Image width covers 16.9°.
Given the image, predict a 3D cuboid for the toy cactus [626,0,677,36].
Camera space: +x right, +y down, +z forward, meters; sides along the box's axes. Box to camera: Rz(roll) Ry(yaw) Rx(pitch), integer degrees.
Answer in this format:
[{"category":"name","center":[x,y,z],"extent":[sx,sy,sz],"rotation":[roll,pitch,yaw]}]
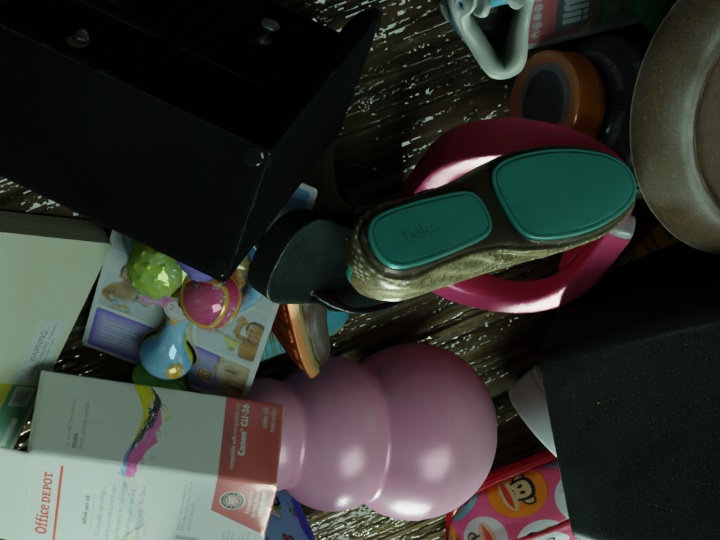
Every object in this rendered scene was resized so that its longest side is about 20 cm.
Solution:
[{"category":"toy cactus","center":[0.228,-0.151,1.527],"extent":[0.200,0.102,0.165],"rotation":[30,72,-37]}]

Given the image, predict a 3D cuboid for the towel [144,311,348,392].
[{"category":"towel","center":[-0.080,-0.012,1.576],"extent":[0.146,0.022,0.200],"rotation":[-21,135,-15]}]

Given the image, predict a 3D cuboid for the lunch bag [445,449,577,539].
[{"category":"lunch bag","center":[0.133,0.216,1.861],"extent":[0.176,0.082,0.200],"rotation":[-21,150,-13]}]

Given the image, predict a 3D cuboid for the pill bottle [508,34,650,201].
[{"category":"pill bottle","center":[0.195,-0.099,1.604],"extent":[0.200,0.106,0.106],"rotation":[7,125,-35]}]

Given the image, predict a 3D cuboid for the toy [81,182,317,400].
[{"category":"toy","center":[-0.108,0.010,1.497],"extent":[0.115,0.047,0.200],"rotation":[21,136,1]}]

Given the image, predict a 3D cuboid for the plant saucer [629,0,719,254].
[{"category":"plant saucer","center":[0.258,-0.101,1.503],"extent":[0.200,0.034,0.201],"rotation":[-11,113,-27]}]

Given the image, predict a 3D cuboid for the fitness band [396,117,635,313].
[{"category":"fitness band","center":[0.097,-0.033,1.581],"extent":[0.143,0.037,0.200],"rotation":[17,149,-10]}]

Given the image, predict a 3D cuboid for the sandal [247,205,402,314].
[{"category":"sandal","center":[-0.001,0.001,1.494],"extent":[0.200,0.048,0.075],"rotation":[-6,125,-61]}]

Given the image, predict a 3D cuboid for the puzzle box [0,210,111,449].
[{"category":"puzzle box","center":[-0.253,0.047,1.517],"extent":[0.133,0.025,0.200],"rotation":[6,125,-37]}]

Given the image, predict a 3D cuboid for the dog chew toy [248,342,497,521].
[{"category":"dog chew toy","center":[-0.009,0.112,1.670],"extent":[0.200,0.125,0.125],"rotation":[1,129,-22]}]

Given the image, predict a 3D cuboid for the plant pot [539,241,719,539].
[{"category":"plant pot","center":[0.224,0.087,1.610],"extent":[0.177,0.200,0.200],"rotation":[-8,107,17]}]

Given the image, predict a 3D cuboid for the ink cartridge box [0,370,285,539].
[{"category":"ink cartridge box","center":[-0.156,0.129,1.563],"extent":[0.200,0.068,0.117],"rotation":[9,141,-6]}]

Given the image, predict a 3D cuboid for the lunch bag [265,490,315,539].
[{"category":"lunch bag","center":[-0.086,0.228,1.663],"extent":[0.150,0.200,0.094],"rotation":[24,114,-44]}]

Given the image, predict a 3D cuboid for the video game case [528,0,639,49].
[{"category":"video game case","center":[0.178,-0.218,1.546],"extent":[0.200,0.017,0.143],"rotation":[-15,135,-20]}]

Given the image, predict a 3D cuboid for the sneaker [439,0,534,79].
[{"category":"sneaker","center":[0.076,-0.200,1.436],"extent":[0.075,0.087,0.200],"rotation":[-14,132,2]}]

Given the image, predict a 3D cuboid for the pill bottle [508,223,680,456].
[{"category":"pill bottle","center":[0.206,0.051,1.748],"extent":[0.200,0.111,0.111],"rotation":[-43,138,11]}]

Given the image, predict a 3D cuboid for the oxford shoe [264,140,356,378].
[{"category":"oxford shoe","center":[-0.032,-0.014,1.540],"extent":[0.073,0.071,0.200],"rotation":[-24,135,-17]}]

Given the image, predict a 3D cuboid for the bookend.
[{"category":"bookend","center":[-0.117,-0.114,1.383],"extent":[0.200,0.198,0.092],"rotation":[-55,168,-56]}]

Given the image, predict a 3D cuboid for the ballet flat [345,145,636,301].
[{"category":"ballet flat","center":[0.074,-0.028,1.466],"extent":[0.200,0.071,0.065],"rotation":[-12,162,-26]}]
